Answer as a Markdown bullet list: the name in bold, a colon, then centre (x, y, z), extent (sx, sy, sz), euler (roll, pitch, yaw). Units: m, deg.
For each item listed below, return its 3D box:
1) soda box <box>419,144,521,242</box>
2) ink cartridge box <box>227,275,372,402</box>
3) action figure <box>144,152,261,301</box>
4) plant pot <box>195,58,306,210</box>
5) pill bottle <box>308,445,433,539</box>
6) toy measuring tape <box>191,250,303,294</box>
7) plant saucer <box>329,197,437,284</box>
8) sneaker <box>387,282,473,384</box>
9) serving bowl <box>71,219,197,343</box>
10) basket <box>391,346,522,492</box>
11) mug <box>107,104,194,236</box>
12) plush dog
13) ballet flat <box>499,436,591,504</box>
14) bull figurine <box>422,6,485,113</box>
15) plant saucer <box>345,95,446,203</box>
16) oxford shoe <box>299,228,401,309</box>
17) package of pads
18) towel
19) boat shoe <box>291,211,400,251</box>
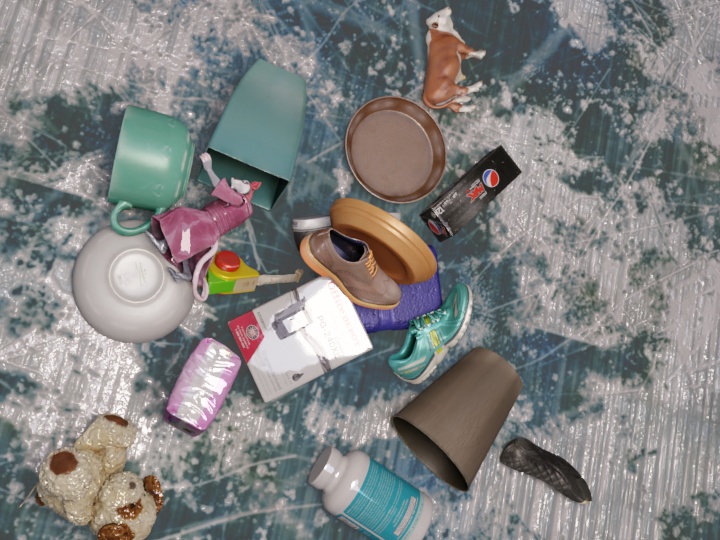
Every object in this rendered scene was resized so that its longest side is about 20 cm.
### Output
- **soda box**: centre (0.206, -0.143, 1.420), extent (0.200, 0.063, 0.071), euler (-41, 95, -19)
- **ink cartridge box**: centre (-0.096, 0.104, 1.250), extent (0.198, 0.083, 0.147), euler (-26, 89, -5)
- **action figure**: centre (-0.226, -0.079, 1.185), extent (0.199, 0.135, 0.149), euler (-38, 65, -22)
- **plant pot**: centre (-0.170, -0.236, 1.281), extent (0.140, 0.141, 0.202), euler (21, 68, -13)
- **pill bottle**: centre (0.014, 0.371, 1.250), extent (0.199, 0.111, 0.111), euler (36, 72, -10)
- **toy measuring tape**: centre (-0.193, -0.001, 1.276), extent (0.198, 0.073, 0.075), euler (-7, 83, -35)
- **plant saucer**: centre (0.030, -0.038, 1.223), extent (0.199, 0.200, 0.038), euler (37, 72, -9)
- **sneaker**: centre (0.123, 0.105, 1.315), extent (0.079, 0.078, 0.201), euler (33, 95, -21)
- **serving bowl**: centre (-0.357, 0.013, 1.213), extent (0.197, 0.066, 0.203), euler (3, 80, -16)
- **basket**: centre (0.178, 0.241, 1.317), extent (0.181, 0.136, 0.200), euler (47, 67, -9)
- **mug**: centre (-0.332, -0.157, 1.211), extent (0.113, 0.152, 0.187), euler (11, 112, -18)
- **plush dog**: centre (-0.378, 0.334, 1.116), extent (0.171, 0.200, 0.161), euler (37, 105, 1)
- **ballet flat**: centre (0.343, 0.369, 1.397), extent (0.199, 0.057, 0.067), euler (34, 30, -11)
- **bull figurine**: centre (0.172, -0.395, 1.446), extent (0.120, 0.065, 0.203), euler (9, 81, -4)
- **plant saucer**: centre (0.063, -0.219, 1.403), extent (0.197, 0.034, 0.203), euler (3, 79, -18)
- **oxford shoe**: centre (0.000, 0.000, 1.205), extent (0.199, 0.073, 0.072), euler (31, 52, -29)
- **package of pads**: centre (-0.241, 0.180, 1.152), extent (0.075, 0.200, 0.121), euler (30, 70, -5)
- **towel**: centre (0.045, 0.034, 1.352), extent (0.197, 0.049, 0.150), euler (-5, 87, -18)
- **boat shoe**: centre (-0.024, -0.072, 1.339), extent (0.197, 0.069, 0.057), euler (-6, 99, -16)
